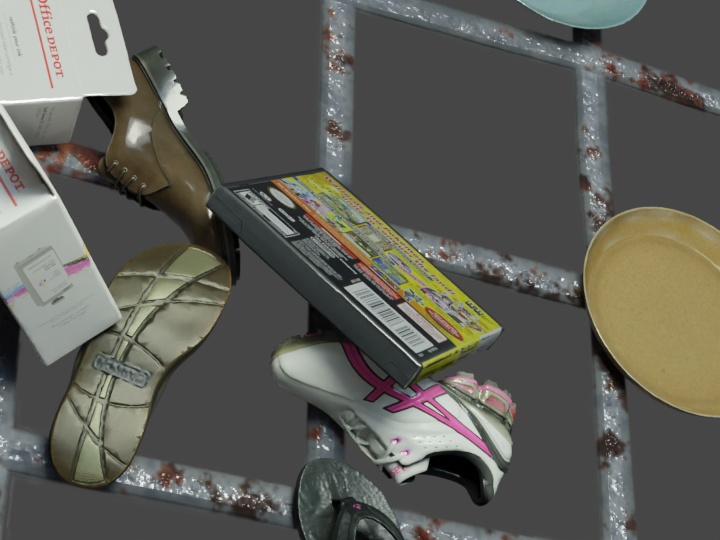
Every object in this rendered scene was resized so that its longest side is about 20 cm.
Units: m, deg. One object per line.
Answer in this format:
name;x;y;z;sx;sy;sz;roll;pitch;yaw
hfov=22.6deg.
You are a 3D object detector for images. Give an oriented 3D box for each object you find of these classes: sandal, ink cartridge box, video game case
sandal;0.014;0.219;1.267;0.075;0.048;0.201;-10;66;-31
ink cartridge box;-0.277;-0.153;1.328;0.199;0.067;0.118;-6;64;-24
ink cartridge box;-0.235;-0.039;1.186;0.067;0.200;0.117;-31;58;-10
sandal;-0.160;0.067;1.275;0.081;0.055;0.201;24;67;-4
video game case;0.000;0.000;1.341;0.200;0.026;0.181;42;21;13

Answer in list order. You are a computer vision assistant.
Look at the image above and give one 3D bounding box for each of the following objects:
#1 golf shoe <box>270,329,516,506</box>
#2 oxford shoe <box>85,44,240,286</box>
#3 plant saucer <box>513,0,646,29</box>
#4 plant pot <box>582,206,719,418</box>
golf shoe;0.025;0.107;1.327;0.199;0.073;0.092;21;55;-15
oxford shoe;-0.152;-0.068;1.358;0.084;0.073;0.201;-23;71;-17
plant saucer;0.176;-0.297;1.678;0.200;0.039;0.202;13;56;-20
plant pot;0.271;0.039;1.525;0.199;0.028;0.201;13;56;-19
